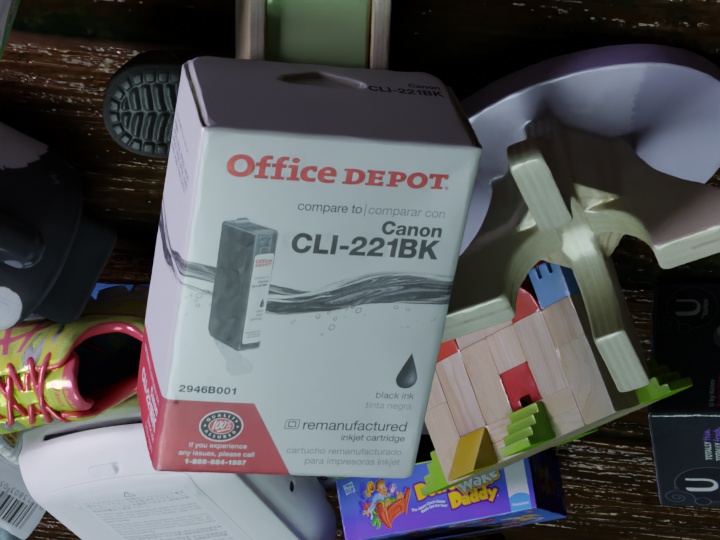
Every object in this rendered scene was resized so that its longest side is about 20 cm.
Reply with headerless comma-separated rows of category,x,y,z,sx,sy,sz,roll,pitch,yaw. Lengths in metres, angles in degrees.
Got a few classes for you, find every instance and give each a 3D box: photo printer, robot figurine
photo printer,-0.127,0.147,1.306,0.165,0.070,0.200,-10,147,20
robot figurine,-0.249,-0.040,1.164,0.199,0.125,0.150,27,141,-32

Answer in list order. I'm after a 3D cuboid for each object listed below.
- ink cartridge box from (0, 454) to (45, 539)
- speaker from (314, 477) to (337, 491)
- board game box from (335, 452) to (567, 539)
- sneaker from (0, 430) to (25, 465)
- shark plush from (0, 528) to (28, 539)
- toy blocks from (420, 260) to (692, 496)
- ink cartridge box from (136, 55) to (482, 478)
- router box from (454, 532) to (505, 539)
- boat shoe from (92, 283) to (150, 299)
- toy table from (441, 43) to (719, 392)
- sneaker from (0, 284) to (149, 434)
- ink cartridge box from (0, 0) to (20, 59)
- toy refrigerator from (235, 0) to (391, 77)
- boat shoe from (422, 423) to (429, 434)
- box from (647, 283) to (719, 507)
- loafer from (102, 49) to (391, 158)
ink cartridge box,-0.320,0.102,1.359,0.160,0.047,0.200,37,176,-36
speaker,-0.069,0.137,1.424,0.199,0.082,0.081,-21,136,36
board game box,0.070,0.164,1.369,0.134,0.045,0.200,-11,169,10
sneaker,-0.234,0.097,1.350,0.087,0.076,0.200,20,173,29
shark plush,-0.311,0.144,1.487,0.090,0.084,0.200,-3,145,17
toy blocks,0.098,0.046,1.210,0.100,0.137,0.200,-9,166,-45
ink cartridge box,-0.031,0.001,0.984,0.143,0.084,0.201,3,117,-15
router box,-0.006,0.235,1.373,0.199,0.051,0.149,-12,175,21
boat shoe,-0.139,0.045,1.324,0.199,0.085,0.069,16,161,21
toy table,0.119,-0.033,1.052,0.199,0.118,0.184,-29,128,21
sneaker,-0.206,0.067,1.214,0.199,0.090,0.079,-22,112,-11
ink cartridge box,-0.222,-0.160,0.964,0.084,0.147,0.200,13,145,-4
toy refrigerator,-0.027,-0.075,1.030,0.075,0.070,0.201,-3,122,-10
boat shoe,0.049,0.072,1.318,0.199,0.062,0.075,8,145,-4
box,0.291,0.082,1.235,0.199,0.107,0.123,0,144,13
loafer,-0.049,-0.101,1.096,0.199,0.071,0.073,8,115,-15
